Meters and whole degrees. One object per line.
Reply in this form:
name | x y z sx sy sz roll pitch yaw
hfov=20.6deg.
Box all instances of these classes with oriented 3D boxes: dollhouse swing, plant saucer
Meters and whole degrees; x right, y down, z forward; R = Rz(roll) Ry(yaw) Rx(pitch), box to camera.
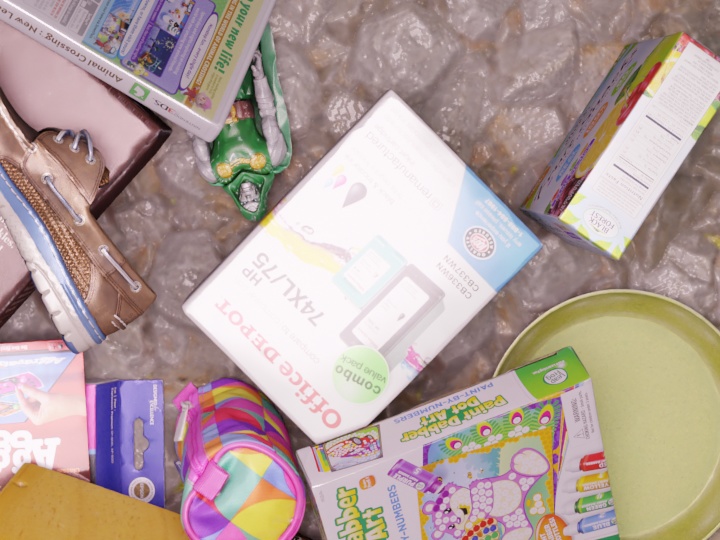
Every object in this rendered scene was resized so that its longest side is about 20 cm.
dollhouse swing | -0.165 0.252 1.319 0.198 0.182 0.177 19 108 3
plant saucer | 0.184 0.113 1.422 0.198 0.031 0.202 0 93 -2

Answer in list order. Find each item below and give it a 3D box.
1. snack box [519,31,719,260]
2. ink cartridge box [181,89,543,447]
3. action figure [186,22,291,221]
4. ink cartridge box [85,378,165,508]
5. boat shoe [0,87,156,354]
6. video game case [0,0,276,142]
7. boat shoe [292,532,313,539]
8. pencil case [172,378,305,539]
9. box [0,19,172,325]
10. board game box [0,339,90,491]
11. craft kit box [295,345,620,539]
snack box | 0.174 -0.083 1.325 0.053 0.200 0.143 34 92 -4
ink cartridge box | 0.000 0.000 1.351 0.147 0.146 0.200 44 92 -3
action figure | -0.097 -0.133 1.386 0.117 0.055 0.202 -16 91 10
ink cartridge box | -0.238 0.126 1.408 0.198 0.037 0.096 -1 93 -4
boat shoe | -0.190 -0.053 1.222 0.072 0.072 0.201 -26 105 -6
video game case | -0.142 -0.200 1.296 0.181 0.022 0.201 30 48 -13
boat shoe | -0.016 0.235 1.403 0.198 0.068 0.073 21 91 -4
pencil case | -0.086 0.131 1.336 0.087 0.200 0.089 -1 99 -9
box | -0.253 -0.074 1.329 0.166 0.164 0.200 43 91 -4
board game box | -0.288 0.104 1.366 0.198 0.019 0.104 -4 89 -9
craft kit box | 0.073 0.169 1.327 0.196 0.049 0.201 -19 126 -5
